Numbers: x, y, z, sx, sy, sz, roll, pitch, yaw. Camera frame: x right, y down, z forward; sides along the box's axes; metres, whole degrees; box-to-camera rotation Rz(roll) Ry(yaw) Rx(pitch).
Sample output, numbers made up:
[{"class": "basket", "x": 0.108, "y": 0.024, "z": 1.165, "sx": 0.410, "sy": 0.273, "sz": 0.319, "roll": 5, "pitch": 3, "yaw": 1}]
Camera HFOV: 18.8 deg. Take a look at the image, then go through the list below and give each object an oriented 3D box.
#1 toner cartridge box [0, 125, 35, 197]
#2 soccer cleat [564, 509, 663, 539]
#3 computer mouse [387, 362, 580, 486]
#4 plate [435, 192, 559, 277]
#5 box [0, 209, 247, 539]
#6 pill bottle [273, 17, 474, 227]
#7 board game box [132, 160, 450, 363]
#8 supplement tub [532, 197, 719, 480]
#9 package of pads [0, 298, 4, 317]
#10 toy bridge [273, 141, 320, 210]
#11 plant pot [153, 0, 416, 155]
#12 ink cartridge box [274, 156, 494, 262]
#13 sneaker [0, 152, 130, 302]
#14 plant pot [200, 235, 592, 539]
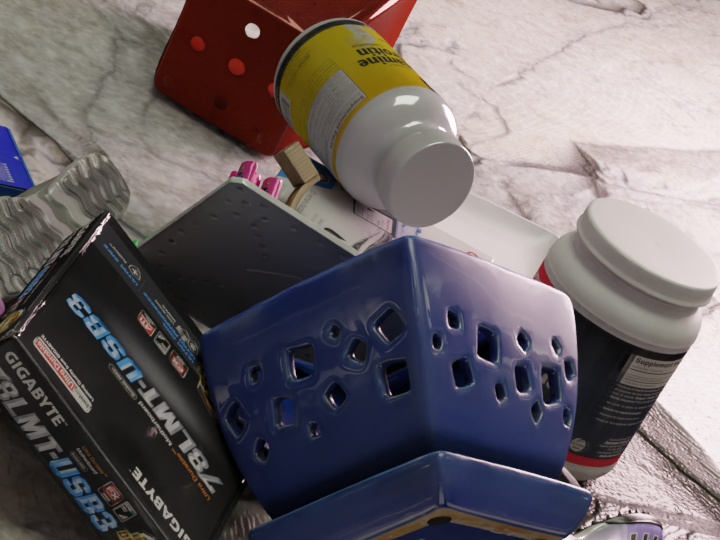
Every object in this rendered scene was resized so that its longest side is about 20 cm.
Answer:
[{"class": "toner cartridge box", "x": -0.352, "y": -0.088, "z": 1.652, "sx": 0.199, "sy": 0.043, "sz": 0.095, "roll": 12, "pitch": 31, "yaw": -33}, {"class": "soccer cleat", "x": 0.171, "y": 0.227, "z": 1.618, "sx": 0.199, "sy": 0.068, "sz": 0.074, "roll": -2, "pitch": 63, "yaw": -55}, {"class": "computer mouse", "x": 0.087, "y": 0.131, "z": 1.667, "sx": 0.200, "sy": 0.053, "sz": 0.138, "roll": 43, "pitch": -13, "yaw": -1}, {"class": "plate", "x": 0.098, "y": -0.019, "z": 2.020, "sx": 0.198, "sy": 0.032, "sz": 0.200, "roll": 26, "pitch": 25, "yaw": -11}, {"class": "box", "x": -0.152, "y": 0.084, "z": 1.432, "sx": 0.201, "sy": 0.050, "sz": 0.199, "roll": 54, "pitch": 22, "yaw": -12}, {"class": "pill bottle", "x": 0.014, "y": -0.122, "z": 1.832, "sx": 0.111, "sy": 0.113, "sz": 0.200, "roll": 9, "pitch": 27, "yaw": -37}, {"class": "board game box", "x": -0.054, "y": 0.008, "z": 1.596, "sx": 0.199, "sy": 0.200, "sz": 0.026, "roll": 32, "pitch": 58, "yaw": -19}, {"class": "supplement tub", "x": 0.191, "y": 0.057, "z": 1.776, "sx": 0.140, "sy": 0.201, "sz": 0.141, "roll": 23, "pitch": 25, "yaw": -12}, {"class": "package of pads", "x": -0.343, "y": 0.024, "z": 1.415, "sx": 0.120, "sy": 0.076, "sz": 0.199, "roll": 42, "pitch": 28, "yaw": 22}, {"class": "toy bridge", "x": -0.108, "y": -0.020, "z": 1.697, "sx": 0.200, "sy": 0.027, "sz": 0.067, "roll": -38, "pitch": 98, "yaw": -26}, {"class": "plant pot", "x": -0.083, "y": -0.223, "z": 2.041, "sx": 0.199, "sy": 0.201, "sz": 0.176, "roll": 31, "pitch": 36, "yaw": 3}, {"class": "ink cartridge box", "x": 0.000, "y": 0.000, "z": 1.817, "sx": 0.199, "sy": 0.086, "sz": 0.147, "roll": 27, "pitch": 23, "yaw": 0}, {"class": "sneaker", "x": -0.249, "y": -0.017, "z": 1.604, "sx": 0.075, "sy": 0.082, "sz": 0.200, "roll": 57, "pitch": 37, "yaw": -1}, {"class": "plant pot", "x": 0.031, "y": 0.110, "z": 1.467, "sx": 0.199, "sy": 0.199, "sz": 0.181, "roll": 19, "pitch": 53, "yaw": -47}]
